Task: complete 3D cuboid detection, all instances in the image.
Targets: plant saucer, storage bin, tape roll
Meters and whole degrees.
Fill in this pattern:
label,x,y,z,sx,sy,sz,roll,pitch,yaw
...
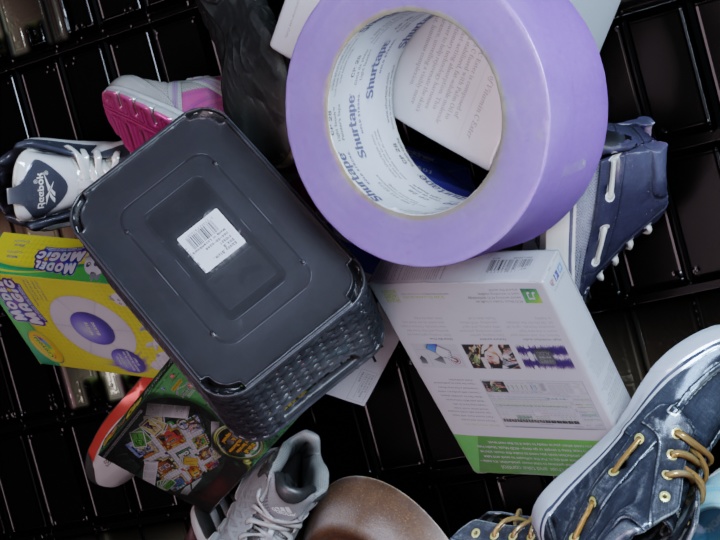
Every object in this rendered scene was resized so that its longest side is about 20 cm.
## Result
label,x,y,z,sx,sy,sz,roll,pitch,yaw
plant saucer,0.014,0.257,1.577,0.200,0.037,0.201,24,125,41
storage bin,-0.092,0.002,1.443,0.135,0.094,0.200,-39,65,-8
tape roll,0.055,-0.106,1.348,0.200,0.085,0.201,7,103,31

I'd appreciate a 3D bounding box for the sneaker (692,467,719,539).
label,x,y,z,sx,sy,sz,roll,pitch,yaw
sneaker,0.212,0.212,1.452,0.074,0.082,0.200,42,119,18

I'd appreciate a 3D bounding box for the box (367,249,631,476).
label,x,y,z,sx,sy,sz,roll,pitch,yaw
box,0.108,0.068,1.451,0.144,0.036,0.200,0,132,35

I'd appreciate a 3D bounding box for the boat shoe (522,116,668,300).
label,x,y,z,sx,sy,sz,roll,pitch,yaw
boat shoe,0.165,-0.020,1.437,0.075,0.092,0.200,-107,12,-45

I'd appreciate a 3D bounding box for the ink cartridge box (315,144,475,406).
label,x,y,z,sx,sy,sz,roll,pitch,yaw
ink cartridge box,0.000,0.000,1.533,0.094,0.044,0.200,19,116,-17

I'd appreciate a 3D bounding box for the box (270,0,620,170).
label,x,y,z,sx,sy,sz,roll,pitch,yaw
box,0.062,-0.185,1.443,0.200,0.106,0.153,32,115,23

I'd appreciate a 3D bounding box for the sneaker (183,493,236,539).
label,x,y,z,sx,sy,sz,roll,pitch,yaw
sneaker,-0.101,0.288,1.656,0.116,0.075,0.200,-60,38,41

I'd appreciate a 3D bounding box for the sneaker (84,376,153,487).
label,x,y,z,sx,sy,sz,roll,pitch,yaw
sneaker,-0.140,0.133,1.664,0.108,0.067,0.202,46,118,18

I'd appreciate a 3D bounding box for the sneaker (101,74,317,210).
label,x,y,z,sx,sy,sz,roll,pitch,yaw
sneaker,-0.100,-0.113,1.571,0.199,0.088,0.081,18,144,14

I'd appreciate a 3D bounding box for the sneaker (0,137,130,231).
label,x,y,z,sx,sy,sz,roll,pitch,yaw
sneaker,-0.213,-0.068,1.628,0.199,0.129,0.080,7,105,30

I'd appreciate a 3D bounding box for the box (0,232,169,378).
label,x,y,z,sx,sy,sz,roll,pitch,yaw
box,-0.206,0.028,1.595,0.200,0.048,0.117,6,141,31

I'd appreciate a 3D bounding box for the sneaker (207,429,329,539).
label,x,y,z,sx,sy,sz,roll,pitch,yaw
sneaker,-0.077,0.204,1.556,0.075,0.200,0.116,24,149,-7

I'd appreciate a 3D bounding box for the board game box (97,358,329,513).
label,x,y,z,sx,sy,sz,roll,pitch,yaw
board game box,-0.114,0.111,1.573,0.105,0.023,0.200,31,135,-11

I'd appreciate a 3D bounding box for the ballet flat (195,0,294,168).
label,x,y,z,sx,sy,sz,roll,pitch,yaw
ballet flat,-0.074,-0.158,1.523,0.066,0.057,0.200,-34,56,24

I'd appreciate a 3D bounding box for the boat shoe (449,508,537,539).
label,x,y,z,sx,sy,sz,roll,pitch,yaw
boat shoe,0.125,0.201,1.511,0.091,0.071,0.200,48,121,15

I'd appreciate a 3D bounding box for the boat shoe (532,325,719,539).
label,x,y,z,sx,sy,sz,roll,pitch,yaw
boat shoe,0.210,0.133,1.387,0.200,0.071,0.091,-48,35,2
